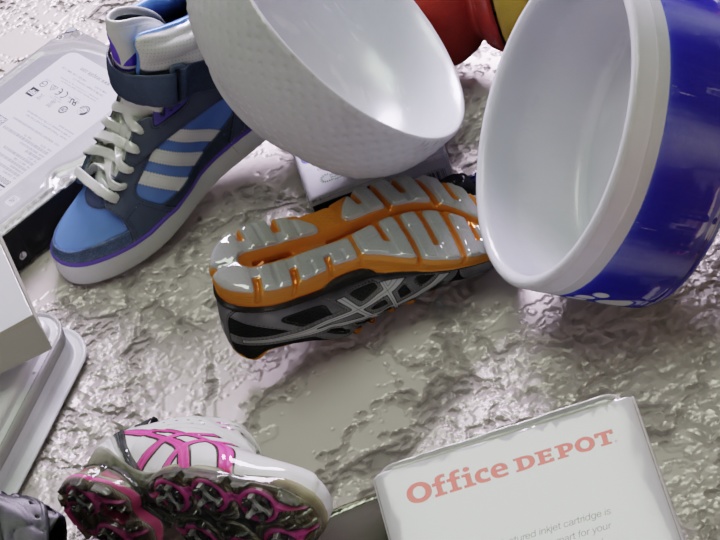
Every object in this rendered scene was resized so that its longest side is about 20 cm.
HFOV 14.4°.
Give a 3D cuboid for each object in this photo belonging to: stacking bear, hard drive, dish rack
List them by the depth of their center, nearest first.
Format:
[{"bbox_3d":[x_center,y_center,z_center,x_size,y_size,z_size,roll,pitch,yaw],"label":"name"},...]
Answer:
[{"bbox_3d":[-0.278,0.092,1.778,0.171,0.044,0.200,2,45,24],"label":"dish rack"},{"bbox_3d":[0.112,-0.187,1.870,0.200,0.114,0.122,-11,43,12],"label":"stacking bear"},{"bbox_3d":[-0.227,-0.078,1.942,0.200,0.038,0.140,-40,45,-20],"label":"hard drive"}]

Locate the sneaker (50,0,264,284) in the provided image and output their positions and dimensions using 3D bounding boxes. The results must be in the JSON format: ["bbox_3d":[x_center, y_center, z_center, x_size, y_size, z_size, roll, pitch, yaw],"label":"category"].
[{"bbox_3d":[-0.149,-0.102,1.837,0.200,0.146,0.081,-42,42,-6],"label":"sneaker"}]

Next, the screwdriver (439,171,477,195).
[{"bbox_3d":[0.103,-0.074,1.821,0.200,0.028,0.029,-32,14,-16],"label":"screwdriver"}]

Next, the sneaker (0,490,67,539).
[{"bbox_3d":[-0.217,0.157,1.652,0.088,0.076,0.200,-35,62,-13],"label":"sneaker"}]

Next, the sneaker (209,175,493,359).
[{"bbox_3d":[0.000,0.000,1.750,0.200,0.077,0.078,-11,44,-18],"label":"sneaker"}]

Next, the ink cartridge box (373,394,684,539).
[{"bbox_3d":[0.104,0.184,1.467,0.146,0.086,0.200,-18,57,2],"label":"ink cartridge box"}]

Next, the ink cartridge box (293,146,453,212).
[{"bbox_3d":[-0.006,-0.112,1.894,0.095,0.037,0.200,-20,44,1],"label":"ink cartridge box"}]

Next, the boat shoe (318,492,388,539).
[{"bbox_3d":[0.050,0.135,1.593,0.201,0.060,0.072,-13,42,8],"label":"boat shoe"}]

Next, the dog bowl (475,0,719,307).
[{"bbox_3d":[0.146,-0.080,1.679,0.079,0.200,0.200,12,36,-22],"label":"dog bowl"}]

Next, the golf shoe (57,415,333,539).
[{"bbox_3d":[-0.086,0.114,1.632,0.200,0.073,0.092,2,43,45],"label":"golf shoe"}]

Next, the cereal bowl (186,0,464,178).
[{"bbox_3d":[-0.033,-0.133,1.774,0.083,0.200,0.200,-43,34,27],"label":"cereal bowl"}]

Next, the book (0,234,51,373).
[{"bbox_3d":[-0.286,0.012,1.807,0.134,0.048,0.200,-27,42,-4],"label":"book"}]
